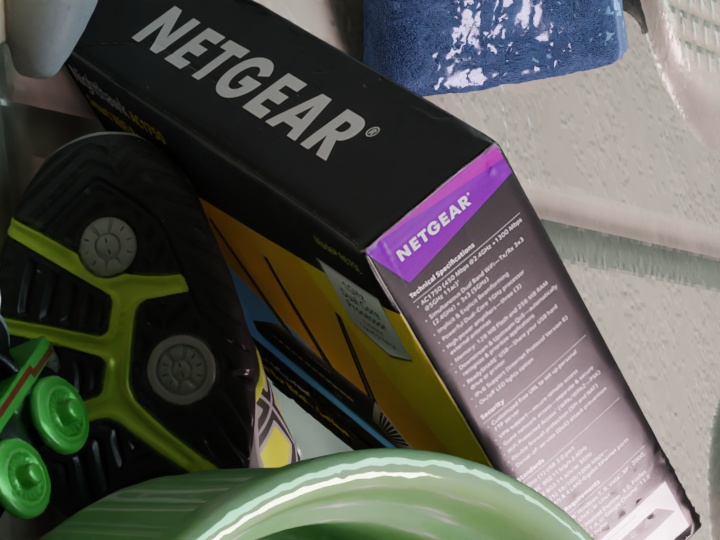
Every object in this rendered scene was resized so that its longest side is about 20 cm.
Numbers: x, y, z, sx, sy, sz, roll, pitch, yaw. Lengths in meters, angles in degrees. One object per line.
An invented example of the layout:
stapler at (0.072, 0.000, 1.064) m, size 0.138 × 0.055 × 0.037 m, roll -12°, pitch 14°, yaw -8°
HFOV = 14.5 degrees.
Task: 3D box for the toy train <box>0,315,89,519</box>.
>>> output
toy train at (-0.125, 0.075, 0.710) m, size 0.056 × 0.042 × 0.200 m, roll 55°, pitch 34°, yaw -20°

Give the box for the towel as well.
towel at (0.053, -0.163, 1.034) m, size 0.112 × 0.049 × 0.200 m, roll -13°, pitch 117°, yaw -36°

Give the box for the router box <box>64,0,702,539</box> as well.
router box at (0.000, 0.000, 0.827) m, size 0.051 × 0.200 × 0.149 m, roll -39°, pitch 125°, yaw -12°

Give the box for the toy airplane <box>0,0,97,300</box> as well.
toy airplane at (-0.112, -0.074, 0.674) m, size 0.199 × 0.141 × 0.200 m, roll 61°, pitch 24°, yaw -49°

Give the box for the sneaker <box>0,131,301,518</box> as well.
sneaker at (-0.055, 0.055, 0.837) m, size 0.076 × 0.075 × 0.200 m, roll -82°, pitch 158°, yaw -78°

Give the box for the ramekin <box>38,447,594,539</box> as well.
ramekin at (-0.020, 0.144, 0.742) m, size 0.200 × 0.098 × 0.200 m, roll -1°, pitch 91°, yaw -34°

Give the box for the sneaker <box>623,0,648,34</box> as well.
sneaker at (0.055, -0.144, 1.122) m, size 0.200 × 0.060 × 0.104 m, roll -4°, pitch 79°, yaw -66°
